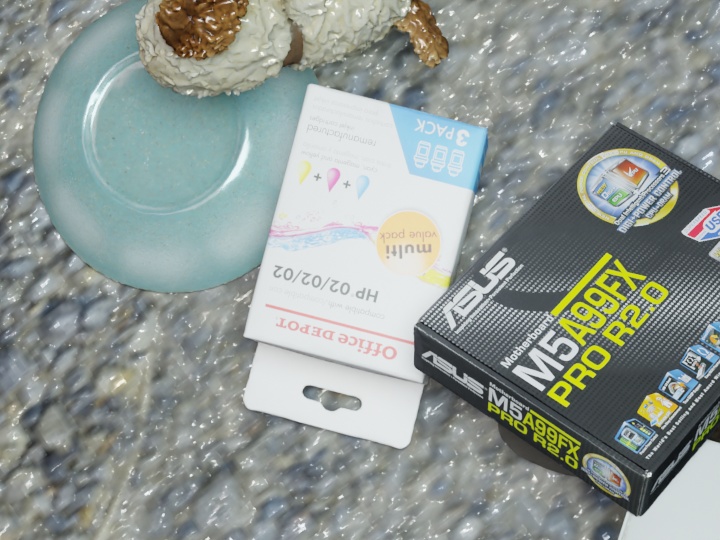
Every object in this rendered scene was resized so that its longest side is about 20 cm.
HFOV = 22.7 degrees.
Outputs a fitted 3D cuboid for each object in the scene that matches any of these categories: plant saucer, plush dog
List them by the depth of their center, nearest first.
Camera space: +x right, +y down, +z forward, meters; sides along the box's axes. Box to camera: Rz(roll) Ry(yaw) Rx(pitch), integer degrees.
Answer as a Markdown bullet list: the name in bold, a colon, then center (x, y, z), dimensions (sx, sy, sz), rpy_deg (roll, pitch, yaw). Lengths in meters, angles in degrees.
- **plush dog**: center (-0.054, -0.160, 1.063), dimensions (0.171, 0.200, 0.161), rpy_deg (-28, 92, -13)
- **plant saucer**: center (-0.122, -0.087, 1.151), dimensions (0.200, 0.039, 0.202), rpy_deg (-1, 84, 10)

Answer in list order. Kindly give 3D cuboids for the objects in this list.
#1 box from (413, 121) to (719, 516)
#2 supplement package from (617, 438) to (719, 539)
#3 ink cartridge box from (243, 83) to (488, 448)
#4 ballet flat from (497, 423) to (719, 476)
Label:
- **box**: center (0.152, 0.022, 1.022), dimensions (0.160, 0.044, 0.200), rpy_deg (34, 60, 24)
- **supplement package**: center (0.238, 0.188, 0.992), dimensions (0.199, 0.117, 0.118), rpy_deg (16, 54, 12)
- **ink cartridge box**: center (0.000, 0.000, 1.097), dimensions (0.115, 0.068, 0.201), rpy_deg (14, 87, 5)
- **ballet flat**: center (0.182, 0.086, 1.075), dimensions (0.199, 0.046, 0.068), rpy_deg (-4, 114, 16)
